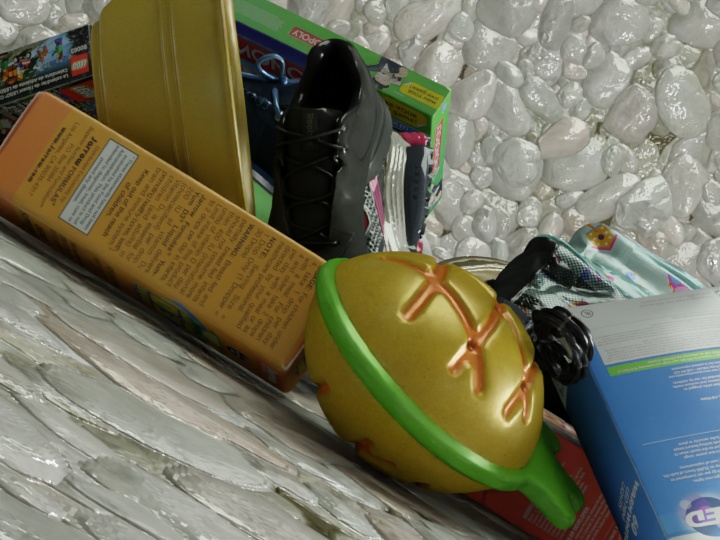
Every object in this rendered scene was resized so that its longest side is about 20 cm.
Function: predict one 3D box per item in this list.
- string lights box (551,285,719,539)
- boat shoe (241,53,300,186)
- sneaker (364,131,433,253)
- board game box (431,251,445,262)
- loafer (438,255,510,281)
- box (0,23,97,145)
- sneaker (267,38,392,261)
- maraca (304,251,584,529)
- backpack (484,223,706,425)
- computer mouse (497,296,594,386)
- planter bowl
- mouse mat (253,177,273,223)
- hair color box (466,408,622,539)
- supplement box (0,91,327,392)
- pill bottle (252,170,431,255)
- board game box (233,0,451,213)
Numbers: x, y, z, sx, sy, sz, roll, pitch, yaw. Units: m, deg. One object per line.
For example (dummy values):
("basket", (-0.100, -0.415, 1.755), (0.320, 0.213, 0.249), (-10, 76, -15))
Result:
("string lights box", (0.180, 0.099, 1.019), (0.102, 0.059, 0.201), (-7, 43, -11))
("boat shoe", (-0.047, -0.096, 1.315), (0.200, 0.069, 0.084), (42, 10, 7))
("sneaker", (0.000, 0.000, 1.207), (0.074, 0.201, 0.081), (8, -35, -7))
("board game box", (0.039, 0.030, 1.634), (0.159, 0.097, 0.200), (29, 3, -36))
("loafer", (0.052, 0.036, 1.373), (0.199, 0.077, 0.067), (-9, 18, -31))
("box", (-0.191, -0.106, 1.352), (0.136, 0.038, 0.200), (-15, -17, 22))
("sneaker", (-0.028, -0.047, 1.143), (0.075, 0.201, 0.091), (-1, -31, 9))
("maraca", (0.048, 0.063, 1.005), (0.200, 0.107, 0.138), (37, 24, -35))
("backpack", (0.165, 0.083, 1.257), (0.200, 0.153, 0.176), (40, -33, 17))
("computer mouse", (0.094, 0.033, 1.061), (0.059, 0.034, 0.200), (58, -11, -5))
("planter bowl", (-0.112, -0.105, 1.140), (0.083, 0.202, 0.200), (-6, 4, -2))
("mouse mat", (-0.106, -0.034, 1.188), (0.161, 0.008, 0.200), (41, 24, 4))
("hair color box", (0.111, 0.121, 1.134), (0.199, 0.062, 0.102), (31, 4, 5))
("supplement box", (-0.105, -0.015, 1.056), (0.199, 0.069, 0.067), (29, -13, 8))
("pill bottle", (-0.050, -0.021, 1.414), (0.199, 0.113, 0.112), (29, 3, -40))
("board game box", (-0.031, -0.123, 1.375), (0.199, 0.029, 0.135), (27, -26, 15))
